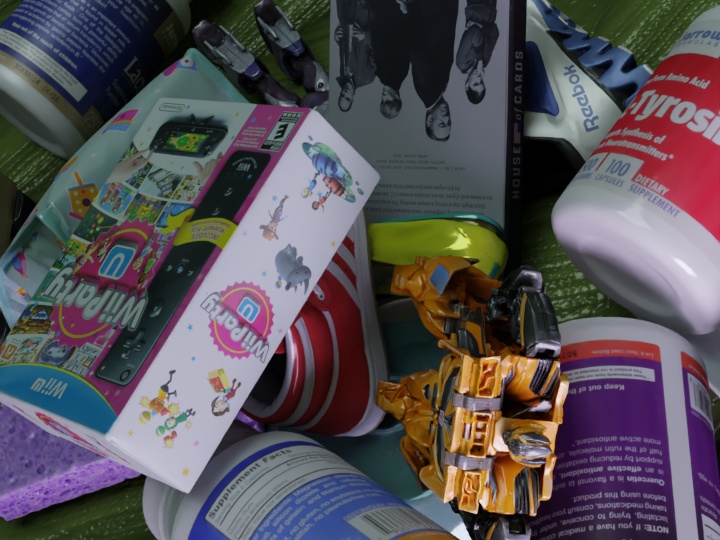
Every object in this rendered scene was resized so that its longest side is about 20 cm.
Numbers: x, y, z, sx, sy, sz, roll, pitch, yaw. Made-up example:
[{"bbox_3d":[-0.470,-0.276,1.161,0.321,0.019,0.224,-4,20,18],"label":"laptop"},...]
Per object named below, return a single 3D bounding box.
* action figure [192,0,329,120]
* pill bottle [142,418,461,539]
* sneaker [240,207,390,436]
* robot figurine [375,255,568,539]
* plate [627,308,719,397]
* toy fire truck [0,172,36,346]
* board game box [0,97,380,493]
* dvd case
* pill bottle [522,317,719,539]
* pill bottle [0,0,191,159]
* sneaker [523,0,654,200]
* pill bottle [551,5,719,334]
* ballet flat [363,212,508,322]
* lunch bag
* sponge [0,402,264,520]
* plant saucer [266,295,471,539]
[{"bbox_3d":[-0.038,-0.122,1.057,0.130,0.069,0.200,-35,51,-11],"label":"action figure"},{"bbox_3d":[-0.029,0.152,0.761,0.112,0.112,0.200,-51,42,-12],"label":"pill bottle"},{"bbox_3d":[-0.048,-0.003,0.845,0.071,0.112,0.201,-25,72,31],"label":"sneaker"},{"bbox_3d":[0.053,0.061,0.746,0.058,0.146,0.200,5,10,-10],"label":"robot figurine"},{"bbox_3d":[0.264,0.000,0.824,0.199,0.032,0.200,-38,48,-2],"label":"plate"},{"bbox_3d":[-0.362,0.011,1.114,0.199,0.129,0.177,-25,48,26],"label":"toy fire truck"},{"bbox_3d":[-0.101,0.005,0.795,0.147,0.064,0.200,10,65,49],"label":"board game box"},{"bbox_3d":[0.039,-0.097,0.935,0.150,0.025,0.201,6,97,42],"label":"dvd case"},{"bbox_3d":[0.129,0.131,0.748,0.112,0.113,0.201,-12,52,21],"label":"pill bottle"},{"bbox_3d":[-0.208,-0.197,1.170,0.116,0.116,0.200,27,73,39],"label":"pill bottle"},{"bbox_3d":[0.100,-0.115,0.965,0.115,0.081,0.199,-43,50,-9],"label":"sneaker"},{"bbox_3d":[0.204,-0.073,0.813,0.112,0.112,0.200,27,72,39],"label":"pill bottle"},{"bbox_3d":[0.000,0.000,0.910,0.199,0.067,0.067,1,65,38],"label":"ballet flat"},{"bbox_3d":[-0.151,-0.026,0.982,0.171,0.122,0.200,-51,7,-29],"label":"lunch bag"},{"bbox_3d":[-0.157,0.089,0.985,0.199,0.030,0.112,-20,43,16],"label":"sponge"},{"bbox_3d":[0.022,0.088,0.891,0.199,0.036,0.201,-15,51,19],"label":"plant saucer"}]
